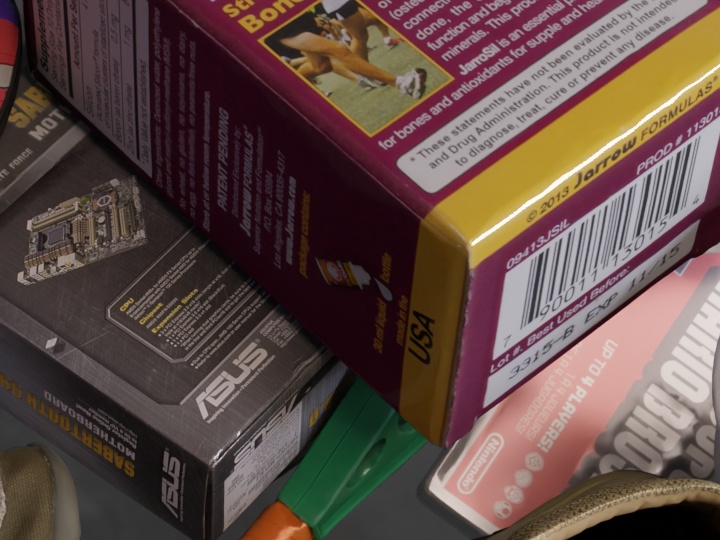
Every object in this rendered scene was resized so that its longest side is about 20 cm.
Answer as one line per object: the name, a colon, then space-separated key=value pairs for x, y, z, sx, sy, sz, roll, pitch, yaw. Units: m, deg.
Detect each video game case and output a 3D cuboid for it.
video game case: x=0.138 y=0.081 z=1.050 sx=0.200 sy=0.017 sz=0.143 roll=36 pitch=72 yaw=-1

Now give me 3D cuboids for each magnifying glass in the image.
magnifying glass: x=-0.007 y=0.065 z=0.945 sx=0.022 sy=0.080 sz=0.200 roll=38 pitch=76 yaw=17

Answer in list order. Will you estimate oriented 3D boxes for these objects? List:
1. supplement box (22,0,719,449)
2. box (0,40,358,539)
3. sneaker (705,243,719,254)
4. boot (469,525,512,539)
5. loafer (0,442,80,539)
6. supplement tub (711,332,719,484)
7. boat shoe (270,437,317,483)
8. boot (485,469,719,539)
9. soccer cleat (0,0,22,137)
supplement box: x=0.005 y=-0.066 z=0.908 sx=0.131 sy=0.103 sz=0.200 roll=-34 pitch=62 yaw=-26
box: x=-0.048 y=-0.026 z=0.971 sx=0.158 sy=0.048 sz=0.200 roll=31 pitch=56 yaw=20
sneaker: x=0.134 y=-0.087 z=0.995 sx=0.075 sy=0.201 sz=0.105 roll=7 pitch=48 yaw=-5
boot: x=0.044 y=0.184 z=0.982 sx=0.137 sy=0.077 sz=0.201 roll=-6 pitch=83 yaw=-9
loafer: x=-0.146 y=0.132 z=0.888 sx=0.069 sy=0.075 sz=0.201 roll=32 pitch=61 yaw=-18
supplement tub: x=0.189 y=0.078 z=0.931 sx=0.140 sy=0.200 sz=0.141 roll=-10 pitch=56 yaw=15
boat shoe: x=0.000 y=0.000 z=1.018 sx=0.200 sy=0.072 sz=0.076 roll=-32 pitch=75 yaw=-32
boot: x=0.028 y=0.129 z=0.875 sx=0.200 sy=0.155 sz=0.073 roll=-34 pitch=87 yaw=-4
soccer cleat: x=-0.167 y=-0.038 z=0.894 sx=0.068 sy=0.073 sz=0.200 roll=19 pitch=52 yaw=22
